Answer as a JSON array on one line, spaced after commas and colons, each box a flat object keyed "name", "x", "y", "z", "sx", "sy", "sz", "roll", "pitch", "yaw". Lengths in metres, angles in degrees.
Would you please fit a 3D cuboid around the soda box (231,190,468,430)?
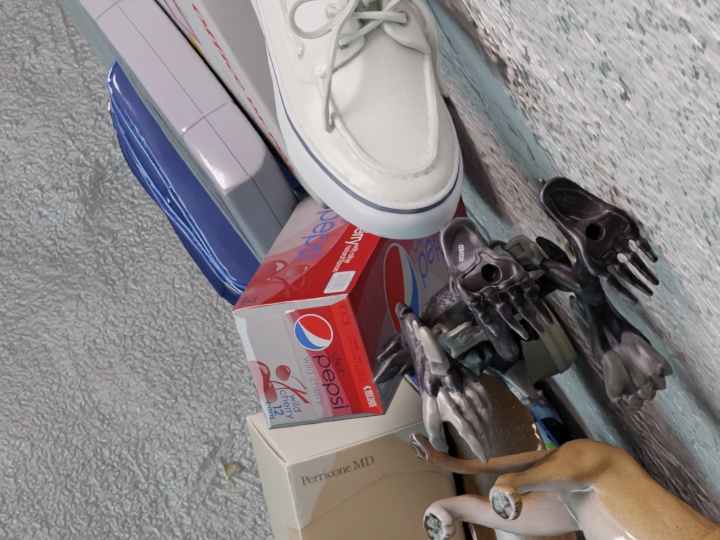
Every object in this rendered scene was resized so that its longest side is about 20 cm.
[{"name": "soda box", "x": 0.000, "y": 0.000, "z": 1.245, "sx": 0.200, "sy": 0.063, "sz": 0.070, "roll": -61, "pitch": -42, "yaw": -58}]

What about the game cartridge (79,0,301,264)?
[{"name": "game cartridge", "x": -0.083, "y": -0.075, "z": 1.331, "sx": 0.200, "sy": 0.041, "sz": 0.133, "roll": 52, "pitch": 171, "yaw": 43}]

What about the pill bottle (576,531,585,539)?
[{"name": "pill bottle", "x": 0.144, "y": 0.188, "z": 1.415, "sx": 0.112, "sy": 0.112, "sz": 0.200, "roll": 58, "pitch": 174, "yaw": -30}]

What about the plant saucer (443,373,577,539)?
[{"name": "plant saucer", "x": 0.070, "y": 0.134, "z": 1.325, "sx": 0.200, "sy": 0.036, "sz": 0.202, "roll": 164, "pitch": 90, "yaw": -79}]

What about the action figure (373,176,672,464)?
[{"name": "action figure", "x": 0.071, "y": 0.030, "z": 1.108, "sx": 0.102, "sy": 0.118, "sz": 0.200, "roll": 63, "pitch": 170, "yaw": 11}]

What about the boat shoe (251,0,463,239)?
[{"name": "boat shoe", "x": -0.002, "y": -0.112, "z": 1.078, "sx": 0.086, "sy": 0.074, "sz": 0.203, "roll": 100, "pitch": 158, "yaw": -52}]

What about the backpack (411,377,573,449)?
[{"name": "backpack", "x": 0.065, "y": 0.122, "z": 1.597, "sx": 0.183, "sy": 0.134, "sz": 0.200, "roll": 52, "pitch": 171, "yaw": 23}]

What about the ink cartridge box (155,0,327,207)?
[{"name": "ink cartridge box", "x": -0.052, "y": -0.141, "z": 1.283, "sx": 0.145, "sy": 0.084, "sz": 0.200, "roll": 58, "pitch": 173, "yaw": -31}]

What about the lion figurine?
[{"name": "lion figurine", "x": 0.124, "y": 0.121, "z": 1.109, "sx": 0.200, "sy": 0.122, "sz": 0.073, "roll": 45, "pitch": 136, "yaw": 28}]

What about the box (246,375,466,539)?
[{"name": "box", "x": 0.009, "y": 0.165, "z": 1.339, "sx": 0.078, "sy": 0.094, "sz": 0.201, "roll": -135, "pitch": 29, "yaw": -65}]

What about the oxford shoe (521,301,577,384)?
[{"name": "oxford shoe", "x": 0.063, "y": 0.024, "z": 1.424, "sx": 0.075, "sy": 0.058, "sz": 0.200, "roll": 56, "pitch": 176, "yaw": -22}]

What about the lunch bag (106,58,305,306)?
[{"name": "lunch bag", "x": -0.064, "y": -0.070, "z": 1.531, "sx": 0.200, "sy": 0.136, "sz": 0.132, "roll": 54, "pitch": 175, "yaw": 7}]
